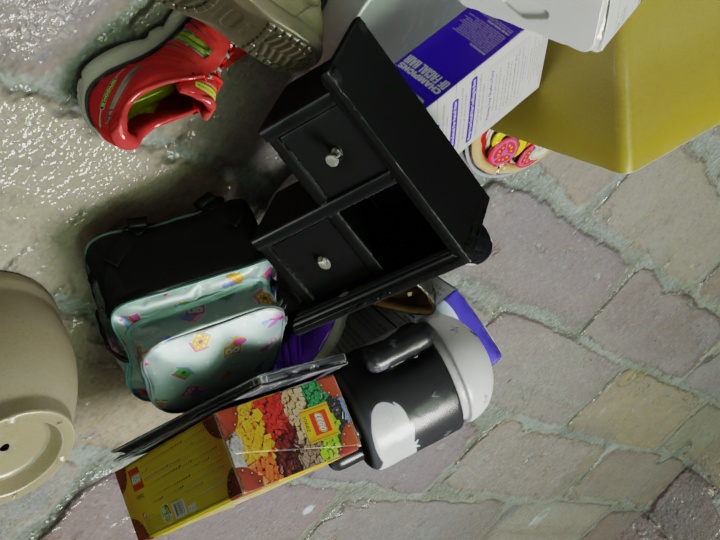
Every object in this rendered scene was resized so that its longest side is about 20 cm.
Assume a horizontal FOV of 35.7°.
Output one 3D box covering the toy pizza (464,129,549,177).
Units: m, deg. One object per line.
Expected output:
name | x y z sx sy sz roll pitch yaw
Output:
toy pizza | 0.205 -0.184 1.302 0.199 0.032 0.201 -28 146 -21

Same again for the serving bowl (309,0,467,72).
serving bowl | 0.022 -0.220 1.013 0.200 0.066 0.201 -40 154 -24

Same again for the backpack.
backpack | -0.160 0.046 1.073 0.174 0.155 0.201 -21 157 -17

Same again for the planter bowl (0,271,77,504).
planter bowl | -0.334 0.122 0.994 0.199 0.135 0.201 -27 147 -20

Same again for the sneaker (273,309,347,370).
sneaker | -0.088 0.082 1.180 0.202 0.099 0.070 -59 -173 11

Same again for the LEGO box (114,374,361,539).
LEGO box | -0.121 0.183 1.082 0.148 0.078 0.199 -13 166 -45

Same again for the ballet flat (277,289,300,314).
ballet flat | -0.143 0.100 1.241 0.199 0.064 0.068 -38 150 -5

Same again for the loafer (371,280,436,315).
loafer | 0.000 0.000 1.123 0.198 0.073 0.073 7 131 -36

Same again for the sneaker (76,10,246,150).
sneaker | -0.131 -0.163 0.912 0.199 0.085 0.077 -36 149 -8

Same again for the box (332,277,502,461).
box | 0.040 0.103 1.315 0.199 0.184 0.105 -39 106 -4

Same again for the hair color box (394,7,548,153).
hair color box | 0.088 -0.170 1.044 0.200 0.065 0.110 -41 156 -23

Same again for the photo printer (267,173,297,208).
photo printer | 0.020 -0.067 1.180 0.166 0.070 0.199 -44 139 12

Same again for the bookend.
bookend | -0.028 -0.073 0.954 0.197 0.093 0.201 -23 118 33

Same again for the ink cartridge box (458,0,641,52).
ink cartridge box | 0.192 -0.295 0.979 0.200 0.145 0.085 -49 154 -35

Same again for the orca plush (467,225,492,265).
orca plush | 0.113 -0.056 1.303 0.106 0.071 0.201 -51 138 -16

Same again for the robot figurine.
robot figurine | 0.041 0.125 1.159 0.198 0.126 0.150 -26 -177 -12

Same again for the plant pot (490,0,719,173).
plant pot | 0.255 -0.237 1.134 0.199 0.199 0.178 -28 125 -29

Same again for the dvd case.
dvd case | -0.126 0.133 1.085 0.199 0.016 0.148 -28 170 29

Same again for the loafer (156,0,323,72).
loafer | -0.107 -0.228 0.851 0.075 0.069 0.199 -18 139 43
